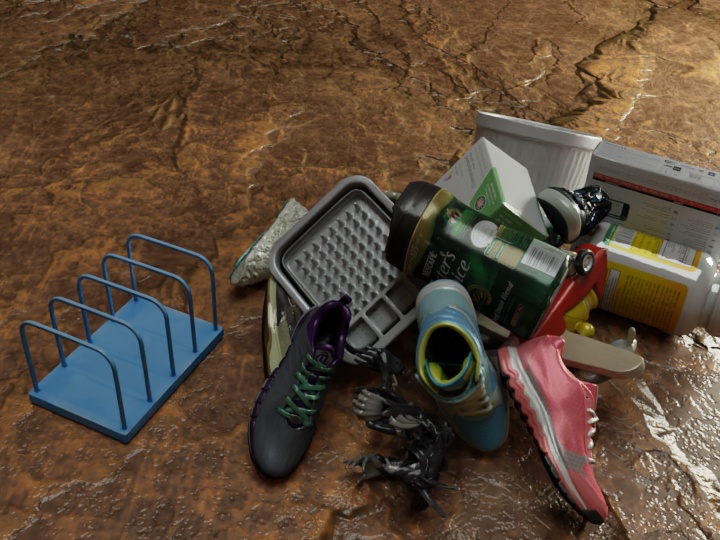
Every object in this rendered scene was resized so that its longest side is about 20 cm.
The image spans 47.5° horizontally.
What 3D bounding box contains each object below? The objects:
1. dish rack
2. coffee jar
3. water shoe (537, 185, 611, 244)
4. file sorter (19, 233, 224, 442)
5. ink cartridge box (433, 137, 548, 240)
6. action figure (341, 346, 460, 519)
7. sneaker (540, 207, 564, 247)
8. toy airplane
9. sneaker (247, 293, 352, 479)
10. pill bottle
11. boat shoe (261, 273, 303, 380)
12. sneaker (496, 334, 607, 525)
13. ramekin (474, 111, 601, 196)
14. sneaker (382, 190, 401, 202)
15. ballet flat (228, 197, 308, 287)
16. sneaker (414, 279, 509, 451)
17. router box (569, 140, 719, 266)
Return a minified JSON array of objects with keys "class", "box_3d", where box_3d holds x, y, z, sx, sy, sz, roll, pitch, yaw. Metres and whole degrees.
[{"class":"dish rack","box_3d":[0.000,0.000,0.997,0.171,0.044,0.200,-43,66,0]},{"class":"coffee jar","box_3d":[0.121,-0.014,0.892,0.198,0.105,0.086,29,58,14]},{"class":"water shoe","box_3d":[0.276,-0.085,1.042,0.072,0.079,0.200,56,11,9]},{"class":"file sorter","box_3d":[-0.272,0.067,0.947,0.137,0.124,0.200,17,39,18]},{"class":"ink cartridge box","box_3d":[0.128,-0.045,1.049,0.087,0.200,0.146,28,34,-26]},{"class":"action figure","box_3d":[0.032,0.171,0.844,0.100,0.120,0.201,4,26,-17]},{"class":"sneaker","box_3d":[0.206,-0.063,1.207,0.198,0.079,0.139,-19,40,-42]},{"class":"toy airplane","box_3d":[0.228,0.080,0.980,0.197,0.141,0.202,-28,41,22]},{"class":"sneaker","box_3d":[-0.062,0.118,0.867,0.074,0.088,0.202,23,65,-11]},{"class":"pill bottle","box_3d":[0.394,0.018,1.074,0.198,0.114,0.113,19,39,21]},{"class":"boat shoe","box_3d":[-0.086,0.086,0.988,0.064,0.074,0.202,2,46,-11]},{"class":"sneaker","box_3d":[0.215,0.156,0.841,0.086,0.074,0.202,-26,71,4]},{"class":"ramekin","box_3d":[0.269,-0.179,1.289,0.197,0.107,0.200,11,14,-3]},{"class":"sneaker","box_3d":[0.004,-0.052,1.156,0.080,0.089,0.200,20,40,21]},{"class":"ballet flat","box_3d":[-0.113,-0.035,1.148,0.071,0.073,0.201,14,38,14]},{"class":"sneaker","box_3d":[0.102,0.122,0.835,0.079,0.202,0.131,-20,16,13]},{"class":"router box","box_3d":[0.400,-0.064,1.127,0.198,0.182,0.049,21,39,22]}]
